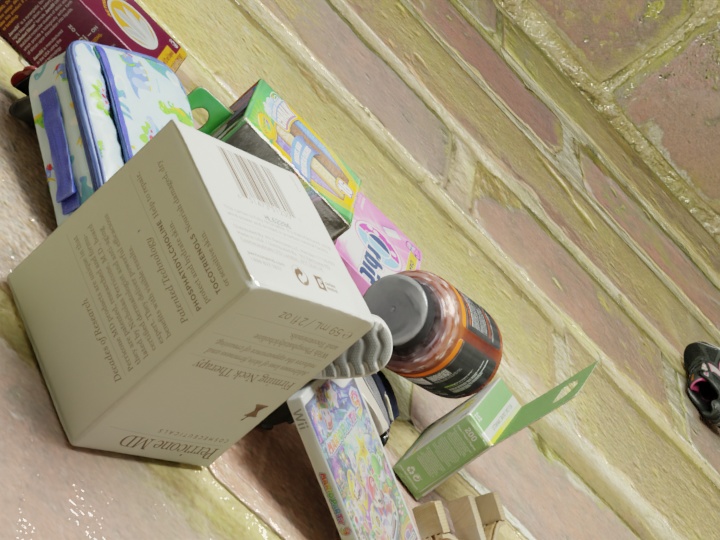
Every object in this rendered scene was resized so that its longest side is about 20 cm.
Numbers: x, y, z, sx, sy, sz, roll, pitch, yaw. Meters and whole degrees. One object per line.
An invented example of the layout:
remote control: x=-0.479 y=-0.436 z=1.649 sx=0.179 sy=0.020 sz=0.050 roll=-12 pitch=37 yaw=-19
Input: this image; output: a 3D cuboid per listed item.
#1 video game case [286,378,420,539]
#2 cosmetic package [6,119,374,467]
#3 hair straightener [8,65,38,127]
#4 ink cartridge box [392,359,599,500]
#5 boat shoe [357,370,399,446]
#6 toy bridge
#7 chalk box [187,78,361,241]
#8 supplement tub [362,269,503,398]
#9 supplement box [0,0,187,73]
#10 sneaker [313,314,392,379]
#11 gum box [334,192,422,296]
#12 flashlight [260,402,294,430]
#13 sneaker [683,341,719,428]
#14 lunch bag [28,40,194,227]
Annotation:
video game case: x=-0.003 y=0.182 z=1.413 sx=0.201 sy=0.018 sz=0.143 roll=69 pitch=19 yaw=-8
cosmetic package: x=-0.133 y=0.024 z=1.248 sx=0.167 sy=0.200 sz=0.167 roll=19 pitch=36 yaw=-54
hair straightener: x=-0.249 y=-0.110 z=1.490 sx=0.200 sy=0.041 sz=0.077 roll=38 pitch=37 yaw=-43
ink cartridge box: x=0.138 y=0.143 z=1.606 sx=0.048 sy=0.200 sz=0.145 roll=53 pitch=21 yaw=2
boat shoe: x=-0.029 y=0.083 z=1.547 sx=0.201 sy=0.074 sz=0.093 roll=65 pitch=15 yaw=-1
toy bridge: x=0.107 y=0.257 z=1.574 sx=0.200 sy=0.027 sz=0.068 roll=13 pitch=58 yaw=-67
chalk box: x=-0.113 y=-0.101 z=1.617 sx=0.200 sy=0.124 sz=0.124 roll=46 pitch=21 yaw=-14
supplement tub: x=0.068 y=0.061 z=1.596 sx=0.107 sy=0.107 sz=0.200 roll=60 pitch=11 yaw=24
supplement box: x=-0.277 y=-0.241 z=1.569 sx=0.200 sy=0.086 sz=0.110 roll=45 pitch=21 yaw=-14
sneaker: x=-0.070 y=0.066 z=1.386 sx=0.082 sy=0.199 sz=0.075 roll=-64 pitch=156 yaw=-82
gum box: x=0.000 y=0.000 z=1.755 sx=0.113 sy=0.066 sz=0.200 roll=44 pitch=22 yaw=-12
flashlight: x=-0.104 y=0.051 z=1.467 sx=0.068 sy=0.068 sz=0.201 roll=83 pitch=-13 yaw=-60
sneaker: x=0.575 y=0.183 z=2.630 sx=0.086 sy=0.080 sz=0.200 roll=25 pitch=25 yaw=-28
lunch bag: x=-0.211 y=-0.100 z=1.420 sx=0.160 sy=0.082 sz=0.201 roll=12 pitch=57 yaw=-52
